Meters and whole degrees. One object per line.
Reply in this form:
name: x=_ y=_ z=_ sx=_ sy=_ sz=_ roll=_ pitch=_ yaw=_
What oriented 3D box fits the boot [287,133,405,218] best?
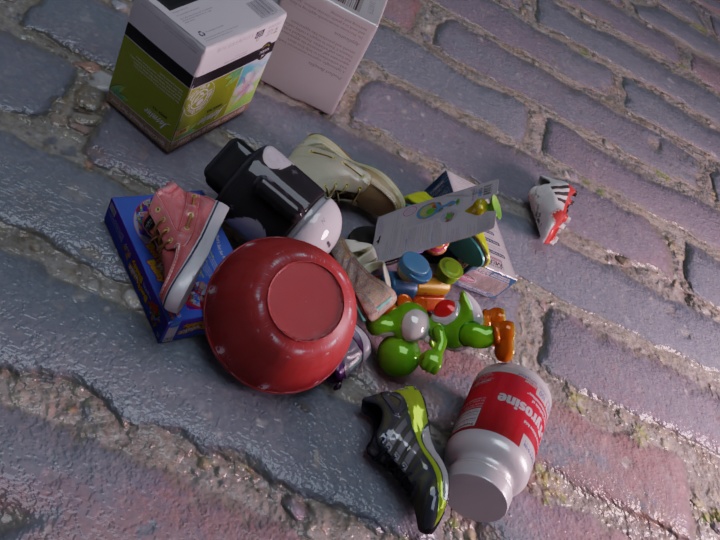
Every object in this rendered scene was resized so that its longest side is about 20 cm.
boot: x=-0.042 y=-0.118 z=1.316 sx=0.200 sy=0.072 sz=0.155 roll=36 pitch=41 yaw=8

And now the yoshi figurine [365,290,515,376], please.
yoshi figurine: x=0.105 y=0.101 z=1.181 sx=0.199 sy=0.113 sz=0.112 roll=2 pitch=58 yaw=-5

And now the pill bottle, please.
pill bottle: x=0.175 y=0.222 z=1.118 sx=0.112 sy=0.112 sz=0.200 roll=35 pitch=42 yaw=-1

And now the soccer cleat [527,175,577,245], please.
soccer cleat: x=0.341 y=-0.113 z=1.570 sx=0.085 sy=0.069 sz=0.200 roll=28 pitch=39 yaw=5

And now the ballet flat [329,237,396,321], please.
ballet flat: x=0.000 y=0.000 z=1.200 sx=0.068 sy=0.067 sz=0.200 roll=59 pitch=-2 yaw=-40

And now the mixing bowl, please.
mixing bowl: x=-0.082 y=0.046 z=1.036 sx=0.199 sy=0.108 sz=0.201 roll=4 pitch=78 yaw=-21

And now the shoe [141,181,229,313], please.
shoe: x=-0.231 y=-0.033 z=1.053 sx=0.091 sy=0.072 sz=0.200 roll=25 pitch=38 yaw=-10

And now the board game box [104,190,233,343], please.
board game box: x=-0.232 y=-0.011 z=1.114 sx=0.134 sy=0.045 sz=0.200 roll=-9 pitch=58 yaw=-38

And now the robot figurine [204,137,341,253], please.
robot figurine: x=-0.120 y=-0.087 z=1.174 sx=0.200 sy=0.125 sz=0.150 roll=41 pitch=29 yaw=-2

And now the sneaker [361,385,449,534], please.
sneaker: x=0.051 y=0.235 z=1.068 sx=0.081 sy=0.074 sz=0.200 roll=1 pitch=46 yaw=-21

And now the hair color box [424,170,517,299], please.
hair color box: x=0.177 y=-0.059 z=1.400 sx=0.100 sy=0.061 sz=0.201 roll=20 pitch=42 yaw=-35

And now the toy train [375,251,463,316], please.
toy train: x=0.114 y=0.025 z=1.254 sx=0.199 sy=0.116 sz=0.085 roll=2 pitch=52 yaw=-32

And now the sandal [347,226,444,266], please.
sandal: x=0.065 y=-0.047 z=1.339 sx=0.199 sy=0.045 sz=0.075 roll=-1 pitch=54 yaw=-33

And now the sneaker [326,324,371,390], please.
sneaker: x=-0.079 y=0.066 z=1.126 sx=0.200 sy=0.074 sz=0.088 roll=39 pitch=47 yaw=3

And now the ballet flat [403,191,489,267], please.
ballet flat: x=0.141 y=-0.073 z=1.318 sx=0.067 sy=0.067 sz=0.200 roll=-28 pitch=43 yaw=-28

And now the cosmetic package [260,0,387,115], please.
cosmetic package: x=-0.068 y=-0.414 z=1.469 sx=0.164 sy=0.200 sz=0.165 roll=26 pitch=43 yaw=-10

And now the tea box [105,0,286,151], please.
tea box: x=-0.242 y=-0.316 z=1.270 sx=0.134 sy=0.197 sz=0.200 roll=40 pitch=43 yaw=7

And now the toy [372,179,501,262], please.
toy: x=0.112 y=-0.057 z=1.244 sx=0.047 sy=0.199 sz=0.115 roll=53 pitch=32 yaw=-30
